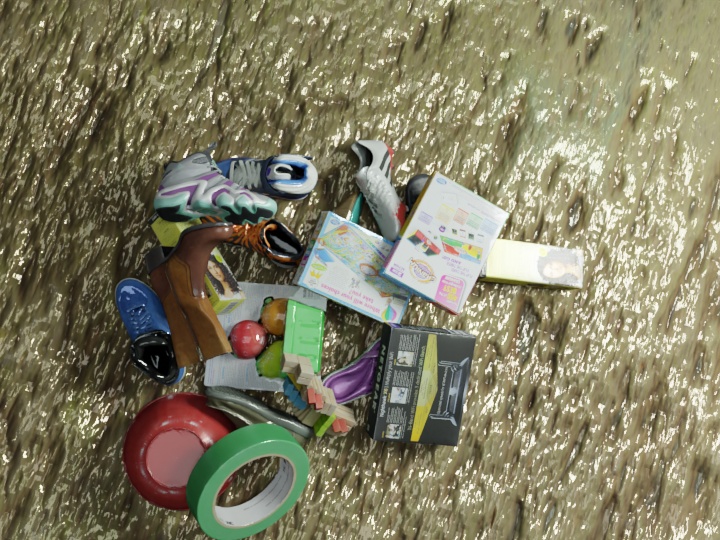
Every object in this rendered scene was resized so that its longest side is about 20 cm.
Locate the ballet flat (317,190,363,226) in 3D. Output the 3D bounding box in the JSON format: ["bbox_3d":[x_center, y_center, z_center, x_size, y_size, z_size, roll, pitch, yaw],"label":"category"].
[{"bbox_3d":[-0.045,-0.049,1.374,0.072,0.068,0.200,7,85,12],"label":"ballet flat"}]

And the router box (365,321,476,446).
[{"bbox_3d":[0.104,0.197,1.329,0.157,0.052,0.200,8,95,-16],"label":"router box"}]

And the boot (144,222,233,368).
[{"bbox_3d":[-0.248,0.038,1.207,0.188,0.068,0.200,-24,80,21],"label":"boot"}]

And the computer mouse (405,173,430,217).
[{"bbox_3d":[0.103,-0.066,1.401,0.140,0.046,0.200,-25,98,-14],"label":"computer mouse"}]

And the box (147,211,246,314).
[{"bbox_3d":[-0.276,-0.019,1.300,0.050,0.075,0.200,-40,74,22],"label":"box"}]

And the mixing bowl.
[{"bbox_3d":[-0.297,0.303,1.266,0.200,0.108,0.200,1,84,-8],"label":"mixing bowl"}]

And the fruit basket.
[{"bbox_3d":[-0.162,0.116,1.331,0.200,0.094,0.185,3,82,8],"label":"fruit basket"}]

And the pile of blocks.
[{"bbox_3d":[-0.079,0.224,1.277,0.082,0.062,0.200,-32,121,5],"label":"pile of blocks"}]

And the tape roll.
[{"bbox_3d":[-0.180,0.342,1.243,0.200,0.048,0.201,-19,127,-27],"label":"tape roll"}]

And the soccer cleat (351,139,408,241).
[{"bbox_3d":[0.029,-0.144,1.364,0.085,0.069,0.200,8,64,-35],"label":"soccer cleat"}]

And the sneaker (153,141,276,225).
[{"bbox_3d":[-0.235,-0.152,1.274,0.200,0.078,0.140,4,64,-4],"label":"sneaker"}]

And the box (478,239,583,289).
[{"bbox_3d":[0.304,-0.011,1.401,0.200,0.050,0.075,5,82,-12],"label":"box"}]

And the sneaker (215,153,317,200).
[{"bbox_3d":[-0.173,-0.168,1.321,0.200,0.146,0.081,5,82,-8],"label":"sneaker"}]

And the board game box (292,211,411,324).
[{"bbox_3d":[0.000,0.000,1.320,0.200,0.034,0.135,26,84,-21],"label":"board game box"}]

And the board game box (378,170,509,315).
[{"bbox_3d":[0.143,-0.046,1.317,0.153,0.040,0.200,29,82,-8],"label":"board game box"}]

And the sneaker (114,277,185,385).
[{"bbox_3d":[-0.354,0.099,1.281,0.077,0.111,0.200,-24,86,-10],"label":"sneaker"}]

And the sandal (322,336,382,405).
[{"bbox_3d":[0.022,0.178,1.354,0.203,0.050,0.082,-34,89,-11],"label":"sandal"}]

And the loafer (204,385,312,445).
[{"bbox_3d":[-0.177,0.256,1.292,0.200,0.075,0.070,29,87,-17],"label":"loafer"}]

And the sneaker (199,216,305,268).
[{"bbox_3d":[-0.182,-0.072,1.325,0.200,0.112,0.078,23,80,-5],"label":"sneaker"}]
